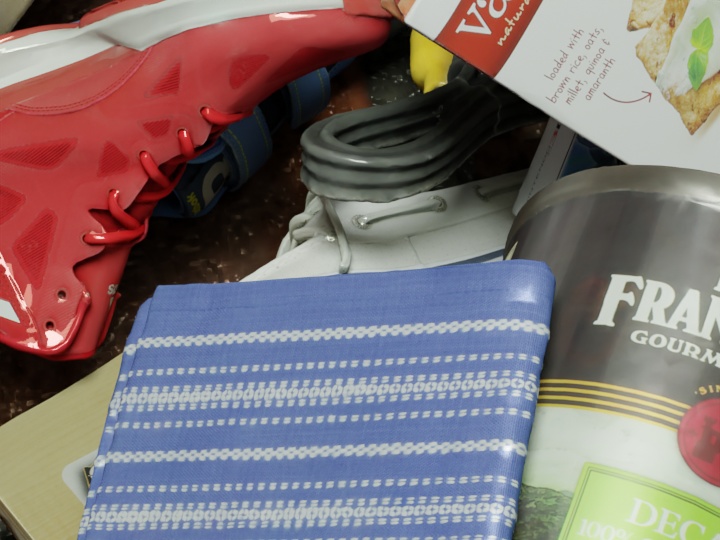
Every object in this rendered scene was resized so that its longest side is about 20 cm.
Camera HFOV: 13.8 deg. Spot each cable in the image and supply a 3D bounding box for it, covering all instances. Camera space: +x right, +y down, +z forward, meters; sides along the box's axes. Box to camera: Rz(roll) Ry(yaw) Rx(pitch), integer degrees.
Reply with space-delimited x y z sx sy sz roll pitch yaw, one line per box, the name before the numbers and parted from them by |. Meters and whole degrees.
cable | 0.044 -0.052 1.057 0.096 0.051 0.200 17 30 12

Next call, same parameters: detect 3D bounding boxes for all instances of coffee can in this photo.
coffee can | 0.085 0.090 0.933 0.145 0.147 0.201 16 59 11

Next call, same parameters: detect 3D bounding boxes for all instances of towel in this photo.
towel | -0.020 0.083 0.883 0.144 0.024 0.201 -5 53 24

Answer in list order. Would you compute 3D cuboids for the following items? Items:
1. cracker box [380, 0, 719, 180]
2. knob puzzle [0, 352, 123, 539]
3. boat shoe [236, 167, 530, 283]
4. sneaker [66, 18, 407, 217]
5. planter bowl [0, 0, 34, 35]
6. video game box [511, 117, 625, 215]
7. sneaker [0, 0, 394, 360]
cracker box | 0.125 -0.088 0.961 0.199 0.058 0.134 30 96 -12
knob puzzle | -0.010 0.087 1.031 0.218 0.031 0.221 7 50 -8
boat shoe | 0.002 -0.003 1.040 0.201 0.075 0.086 -16 57 -28
sneaker | -0.052 -0.065 1.108 0.199 0.074 0.083 -27 61 -4
planter bowl | -0.157 -0.162 1.112 0.134 0.200 0.201 38 64 -7
video game box | 0.177 -0.066 1.025 0.199 0.047 0.183 20 95 -12
sneaker | -0.072 -0.033 1.031 0.199 0.078 0.116 -13 86 22
